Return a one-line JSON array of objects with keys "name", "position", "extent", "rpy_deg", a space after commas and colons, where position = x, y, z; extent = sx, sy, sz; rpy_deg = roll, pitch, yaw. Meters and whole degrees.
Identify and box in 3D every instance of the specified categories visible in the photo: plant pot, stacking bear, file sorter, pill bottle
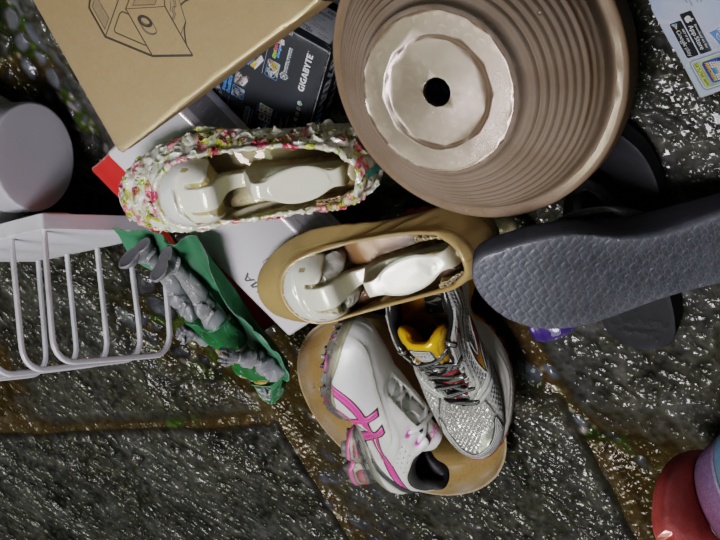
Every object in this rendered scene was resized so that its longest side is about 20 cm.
[{"name": "plant pot", "position": [0.038, 0.110, 1.150], "extent": [0.198, 0.028, 0.202], "rpy_deg": [21, 137, 20]}, {"name": "stacking bear", "position": [0.311, 0.133, 0.913], "extent": [0.121, 0.114, 0.200], "rpy_deg": [36, 130, -18]}, {"name": "file sorter", "position": [-0.274, 0.027, 1.178], "extent": [0.198, 0.138, 0.126], "rpy_deg": [-10, 84, 41]}, {"name": "plant pot", "position": [0.062, -0.120, 0.827], "extent": [0.199, 0.093, 0.203], "rpy_deg": [11, 116, 23]}, {"name": "pill bottle", "position": [-0.348, -0.093, 1.169], "extent": [0.198, 0.120, 0.120], "rpy_deg": [1, 128, 36]}]

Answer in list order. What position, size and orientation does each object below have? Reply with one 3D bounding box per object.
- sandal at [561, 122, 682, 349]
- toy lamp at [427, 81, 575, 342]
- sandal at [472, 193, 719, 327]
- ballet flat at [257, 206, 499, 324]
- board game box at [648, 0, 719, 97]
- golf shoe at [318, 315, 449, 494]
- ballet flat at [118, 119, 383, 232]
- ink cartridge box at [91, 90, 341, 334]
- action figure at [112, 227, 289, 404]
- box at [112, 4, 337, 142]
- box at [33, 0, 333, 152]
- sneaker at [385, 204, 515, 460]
[{"name": "sandal", "position": [0.174, -0.023, 0.915], "extent": [0.075, 0.043, 0.201], "rpy_deg": [-3, 125, 37]}, {"name": "toy lamp", "position": [0.093, -0.041, 0.947], "extent": [0.058, 0.058, 0.201], "rpy_deg": [-17, 116, 44]}, {"name": "sandal", "position": [0.169, -0.011, 0.872], "extent": [0.197, 0.043, 0.077], "rpy_deg": [-9, 128, -2]}, {"name": "ballet flat", "position": [0.000, 0.000, 0.934], "extent": [0.198, 0.063, 0.069], "rpy_deg": [-18, 108, 29]}, {"name": "board game box", "position": [0.225, -0.209, 0.707], "extent": [0.198, 0.043, 0.201], "rpy_deg": [-14, 118, 44]}, {"name": "golf shoe", "position": [0.024, 0.107, 1.088], "extent": [0.091, 0.073, 0.201], "rpy_deg": [8, 142, 22]}, {"name": "ballet flat", "position": [-0.080, -0.063, 0.929], "extent": [0.197, 0.064, 0.076], "rpy_deg": [-11, 110, 11]}, {"name": "ink cartridge box", "position": [-0.111, -0.033, 1.043], "extent": [0.200, 0.045, 0.176], "rpy_deg": [46, 138, -12]}, {"name": "action figure", "position": [-0.113, 0.046, 1.082], "extent": [0.117, 0.055, 0.200], "rpy_deg": [21, 157, 44]}, {"name": "box", "position": [-0.100, -0.137, 1.005], "extent": [0.158, 0.046, 0.201], "rpy_deg": [29, 139, 9]}, {"name": "box", "position": [-0.132, -0.199, 0.912], "extent": [0.199, 0.021, 0.165], "rpy_deg": [-30, 89, 29]}, {"name": "sneaker", "position": [0.057, 0.058, 1.018], "extent": [0.077, 0.082, 0.202], "rpy_deg": [-11, 111, 29]}]
